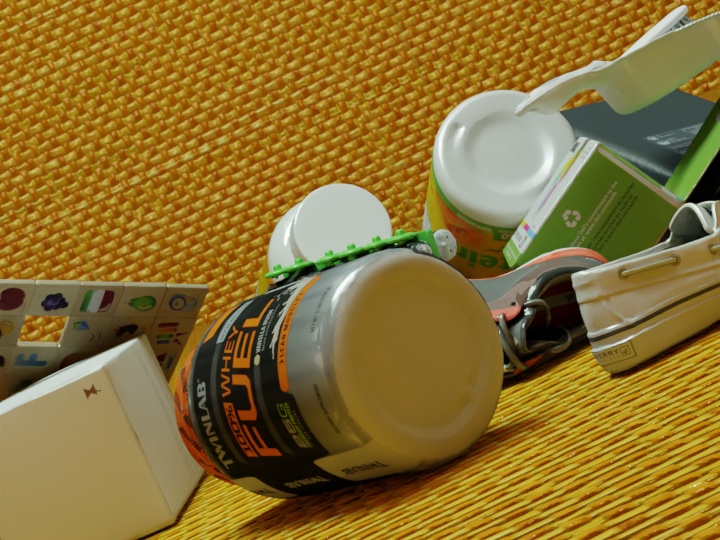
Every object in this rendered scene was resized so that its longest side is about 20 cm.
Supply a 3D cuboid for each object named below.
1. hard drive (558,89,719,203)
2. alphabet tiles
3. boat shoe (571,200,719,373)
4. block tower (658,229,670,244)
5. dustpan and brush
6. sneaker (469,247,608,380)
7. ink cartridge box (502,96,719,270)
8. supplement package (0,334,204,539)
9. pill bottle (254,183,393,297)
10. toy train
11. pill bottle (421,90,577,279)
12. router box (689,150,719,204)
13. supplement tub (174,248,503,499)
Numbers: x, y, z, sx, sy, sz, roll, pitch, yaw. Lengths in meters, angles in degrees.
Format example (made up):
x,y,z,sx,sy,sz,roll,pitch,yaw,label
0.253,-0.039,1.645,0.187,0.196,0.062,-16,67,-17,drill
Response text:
x,y,z,sx,sy,sz,roll,pitch,yaw,label
0.246,-0.093,1.732,0.139,0.033,0.200,-15,25,-29,hard drive
-0.218,0.077,1.700,0.166,0.008,0.201,1,-43,-26,alphabet tiles
0.207,-0.010,1.315,0.199,0.067,0.073,-27,4,-33,boat shoe
0.231,-0.042,1.747,0.058,0.054,0.199,-20,5,44,block tower
0.188,-0.142,1.592,0.200,0.057,0.139,-38,7,-29,dustpan and brush
0.078,0.039,1.448,0.199,0.078,0.082,-26,10,-5,sneaker
0.185,-0.070,1.565,0.201,0.075,0.148,-57,1,4,ink cartridge box
-0.191,0.128,1.593,0.117,0.118,0.200,-24,3,4,supplement package
-0.028,0.004,1.944,0.112,0.113,0.200,-25,-16,-18,pill bottle
0.000,0.000,1.661,0.056,0.042,0.199,-15,0,-36,toy train
0.104,-0.042,1.750,0.110,0.111,0.200,-25,-23,-14,pill bottle
0.308,-0.105,1.496,0.158,0.052,0.200,-64,15,-12,router box
-0.019,0.065,1.305,0.122,0.123,0.200,-27,3,-36,supplement tub
